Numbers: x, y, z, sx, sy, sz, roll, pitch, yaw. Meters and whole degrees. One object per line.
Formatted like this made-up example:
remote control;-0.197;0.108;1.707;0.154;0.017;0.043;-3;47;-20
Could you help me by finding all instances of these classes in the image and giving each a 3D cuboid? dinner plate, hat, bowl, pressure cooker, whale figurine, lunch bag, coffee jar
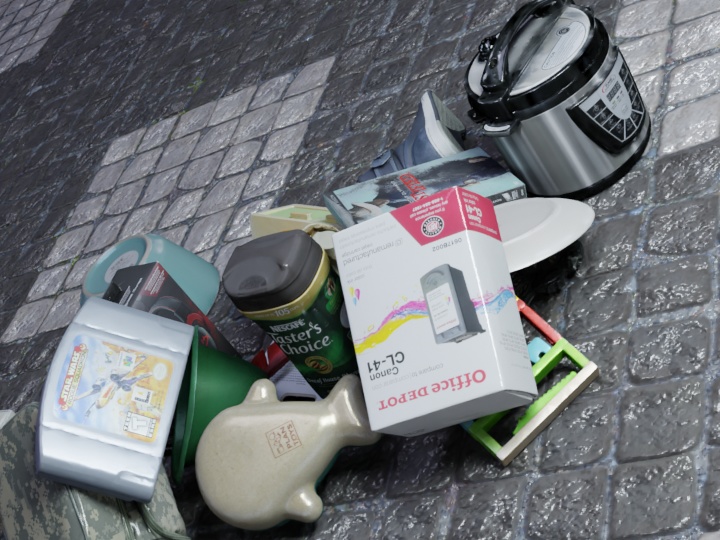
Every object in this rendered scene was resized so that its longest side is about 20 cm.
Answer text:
dinner plate;0.142;-0.037;1.340;0.199;0.024;0.200;-20;16;6
hat;-0.108;0.146;1.429;0.175;0.201;0.166;7;20;-12
bowl;-0.302;0.027;1.767;0.200;0.105;0.201;-27;34;19
pressure cooker;0.212;-0.197;1.452;0.178;0.200;0.176;-28;32;13
whale figurine;-0.069;0.185;1.333;0.200;0.104;0.159;-30;66;9
lunch bag;-0.277;0.230;1.367;0.139;0.167;0.201;-40;64;33
coffee jar;-0.049;0.046;1.328;0.104;0.200;0.086;-11;43;36

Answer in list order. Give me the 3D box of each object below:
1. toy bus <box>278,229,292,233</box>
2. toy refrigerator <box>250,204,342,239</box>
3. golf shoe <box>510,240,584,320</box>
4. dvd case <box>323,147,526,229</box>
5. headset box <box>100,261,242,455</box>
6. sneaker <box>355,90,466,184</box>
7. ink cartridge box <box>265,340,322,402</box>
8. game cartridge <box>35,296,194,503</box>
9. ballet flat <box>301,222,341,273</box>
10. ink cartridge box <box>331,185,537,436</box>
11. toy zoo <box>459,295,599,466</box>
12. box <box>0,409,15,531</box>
toy bus;-0.095;0.001;1.490;0.065;0.079;0.200;-24;2;-12
toy refrigerator;-0.048;-0.042;1.608;0.076;0.070;0.200;-15;16;-37
golf shoe;0.141;0.020;1.379;0.200;0.078;0.094;-34;20;-6
dvd case;0.070;-0.084;1.472;0.199;0.022;0.146;-18;26;-8
headset box;-0.246;0.099;1.530;0.075;0.200;0.149;-11;40;36
sneaker;0.062;-0.146;1.654;0.146;0.077;0.202;-42;14;19
ink cartridge box;-0.027;0.096;1.467;0.196;0.043;0.200;0;52;44
game cartridge;-0.251;0.125;1.310;0.042;0.133;0.201;130;155;-53
ballet flat;0.000;0.000;1.433;0.069;0.070;0.200;-46;47;-13
ink cartridge box;0.068;0.041;1.227;0.147;0.086;0.201;-21;70;25
toy zoo;0.117;0.080;1.278;0.131;0.020;0.200;-42;60;-8
box;-0.373;0.249;1.463;0.095;0.200;0.078;-10;41;40
